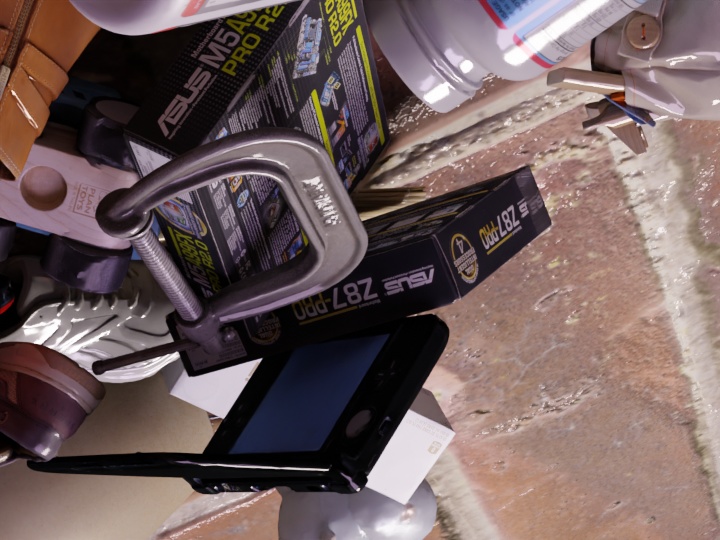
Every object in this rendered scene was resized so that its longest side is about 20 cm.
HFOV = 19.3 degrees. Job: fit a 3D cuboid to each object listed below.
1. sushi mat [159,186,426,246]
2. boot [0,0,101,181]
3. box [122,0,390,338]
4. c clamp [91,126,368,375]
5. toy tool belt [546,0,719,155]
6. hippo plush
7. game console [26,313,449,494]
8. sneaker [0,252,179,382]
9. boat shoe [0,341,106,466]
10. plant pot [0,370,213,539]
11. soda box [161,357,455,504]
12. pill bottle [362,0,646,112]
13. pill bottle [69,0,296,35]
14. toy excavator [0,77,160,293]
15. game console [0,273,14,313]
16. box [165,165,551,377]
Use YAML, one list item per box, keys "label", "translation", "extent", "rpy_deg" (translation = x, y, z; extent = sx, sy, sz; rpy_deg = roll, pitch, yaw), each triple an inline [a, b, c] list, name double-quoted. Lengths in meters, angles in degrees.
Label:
- label: "sushi mat"
  translation: [-0.063, -0.034, 1.373]
  extent: [0.200, 0.012, 0.096]
  rpy_deg: [-3, 166, -35]
- label: "boot"
  translation: [-0.155, -0.117, 1.053]
  extent: [0.200, 0.155, 0.074]
  rpy_deg: [20, 161, -41]
- label: "box"
  translation: [-0.052, -0.075, 1.185]
  extent: [0.160, 0.044, 0.200]
  rpy_deg: [-57, 158, -21]
- label: "c clamp"
  translation: [-0.081, -0.006, 1.119]
  extent: [0.171, 0.027, 0.200]
  rpy_deg: [-16, 150, 0]
- label: "toy tool belt"
  translation: [0.176, -0.137, 1.306]
  extent: [0.123, 0.125, 0.200]
  rpy_deg: [-13, -174, 8]
- label: "hippo plush"
  translation: [-0.029, 0.143, 1.567]
  extent: [0.200, 0.161, 0.159]
  rpy_deg: [-19, 151, -8]
- label: "game console"
  translation: [-0.073, 0.075, 1.244]
  extent: [0.116, 0.176, 0.200]
  rpy_deg: [41, 156, -22]
- label: "sneaker"
  translation: [-0.185, 0.025, 1.355]
  extent: [0.200, 0.078, 0.099]
  rpy_deg: [-18, 147, -11]
- label: "boat shoe"
  translation: [-0.221, 0.084, 1.261]
  extent: [0.072, 0.065, 0.200]
  rpy_deg: [43, 154, -24]
- label: "plant pot"
  translation: [-0.207, 0.138, 1.447]
  extent: [0.200, 0.187, 0.187]
  rpy_deg: [-25, 154, -27]
- label: "soda box"
  translation: [-0.037, 0.084, 1.458]
  extent: [0.200, 0.064, 0.068]
  rpy_deg: [28, 105, -24]
- label: "pill bottle"
  translation: [0.104, -0.177, 1.191]
  extent: [0.200, 0.109, 0.109]
  rpy_deg: [-34, 149, 19]
- label: "pill bottle"
  translation: [-0.049, -0.186, 1.030]
  extent: [0.200, 0.116, 0.116]
  rpy_deg: [-19, 155, -43]
- label: "toy excavator"
  translation: [-0.136, -0.066, 1.219]
  extent: [0.194, 0.200, 0.100]
  rpy_deg: [16, 110, -5]
- label: "game console"
  translation: [-0.315, -0.012, 1.130]
  extent: [0.172, 0.200, 0.119]
  rpy_deg: [-31, 119, -33]
- label: "box"
  translation: [0.000, 0.000, 1.324]
  extent: [0.200, 0.049, 0.161]
  rpy_deg: [-18, -170, 29]
